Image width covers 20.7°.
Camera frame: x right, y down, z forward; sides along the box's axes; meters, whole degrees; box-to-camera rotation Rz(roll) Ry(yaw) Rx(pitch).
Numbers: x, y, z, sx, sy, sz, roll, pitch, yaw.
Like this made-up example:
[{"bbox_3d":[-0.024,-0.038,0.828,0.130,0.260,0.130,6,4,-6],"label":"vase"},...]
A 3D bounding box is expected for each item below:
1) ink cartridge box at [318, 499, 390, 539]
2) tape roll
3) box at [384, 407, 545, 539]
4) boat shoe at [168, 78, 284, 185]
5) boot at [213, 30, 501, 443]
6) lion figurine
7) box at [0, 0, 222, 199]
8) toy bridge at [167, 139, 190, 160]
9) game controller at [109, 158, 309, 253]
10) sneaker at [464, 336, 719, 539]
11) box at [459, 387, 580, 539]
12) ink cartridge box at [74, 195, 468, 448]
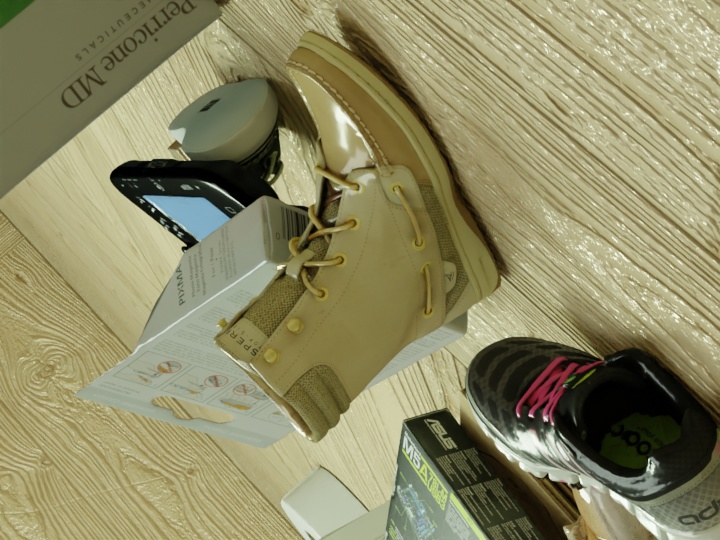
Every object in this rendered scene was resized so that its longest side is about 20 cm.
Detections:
[{"bbox_3d":[0.043,0.369,2.064,0.201,0.144,0.146,58,177,37],"label":"ink cartridge box"},{"bbox_3d":[-0.014,0.350,2.536,0.203,0.071,0.203,47,170,11],"label":"tape roll"},{"bbox_3d":[0.080,0.237,1.433,0.200,0.047,0.195,52,143,44],"label":"box"},{"bbox_3d":[-0.079,-0.085,1.316,0.064,0.071,0.200,52,177,-13],"label":"boat shoe"},{"bbox_3d":[-0.022,-0.014,1.072,0.073,0.155,0.201,36,163,50],"label":"boot"},{"bbox_3d":[0.145,0.133,1.177,0.123,0.072,0.201,-124,14,-57],"label":"lion figurine"},{"bbox_3d":[-0.230,-0.167,1.267,0.172,0.199,0.200,52,170,-15],"label":"box"},{"bbox_3d":[-0.079,-0.030,1.599,0.201,0.027,0.067,52,168,-16],"label":"toy bridge"},{"bbox_3d":[-0.093,-0.036,1.266,0.104,0.042,0.200,29,169,-25],"label":"game controller"},{"bbox_3d":[0.122,0.072,1.019,0.199,0.074,0.088,31,160,46],"label":"sneaker"},{"bbox_3d":[0.131,0.169,1.446,0.164,0.021,0.200,47,170,16],"label":"box"},{"bbox_3d":[-0.058,0.038,1.216,0.162,0.058,0.199,20,146,-37],"label":"ink cartridge box"}]
